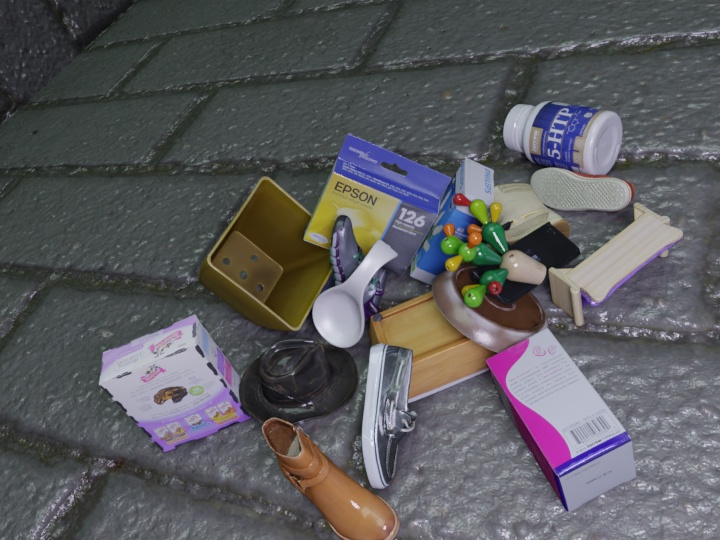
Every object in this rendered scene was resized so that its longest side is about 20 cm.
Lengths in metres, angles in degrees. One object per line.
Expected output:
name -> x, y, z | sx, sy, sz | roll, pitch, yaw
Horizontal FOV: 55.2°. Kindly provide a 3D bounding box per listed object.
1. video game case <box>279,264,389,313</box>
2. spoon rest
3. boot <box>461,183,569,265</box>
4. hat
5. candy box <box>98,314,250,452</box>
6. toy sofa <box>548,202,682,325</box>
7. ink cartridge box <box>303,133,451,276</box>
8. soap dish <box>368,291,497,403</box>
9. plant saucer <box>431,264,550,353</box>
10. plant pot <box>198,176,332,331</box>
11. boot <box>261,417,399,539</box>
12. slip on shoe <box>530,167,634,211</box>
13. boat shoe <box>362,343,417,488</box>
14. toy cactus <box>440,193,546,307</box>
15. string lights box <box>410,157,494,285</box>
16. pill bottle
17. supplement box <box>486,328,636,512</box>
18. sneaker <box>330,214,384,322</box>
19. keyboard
video game case -> -0.044, 0.021, 1.304 | 0.197, 0.019, 0.144 | -3, 46, 25
spoon rest -> -0.014, 0.043, 1.114 | 0.099, 0.201, 0.060 | 38, 29, 12
boot -> 0.245, -0.076, 1.215 | 0.198, 0.073, 0.156 | -24, 41, -1
hat -> -0.106, 0.156, 1.118 | 0.197, 0.082, 0.202 | -4, 36, 3
candy box -> -0.295, 0.188, 1.117 | 0.166, 0.201, 0.072 | -21, 41, 4
toy sofa -> 0.393, -0.004, 1.056 | 0.199, 0.083, 0.098 | -36, 47, -11
ink cartridge box -> 0.027, -0.104, 1.177 | 0.195, 0.201, 0.047 | 20, 36, -11
soap dish -> 0.115, 0.107, 1.083 | 0.197, 0.082, 0.158 | -22, 41, 3
plant saucer -> 0.204, 0.051, 1.042 | 0.197, 0.032, 0.201 | 17, 33, -11
plant pot -> -0.181, -0.011, 1.260 | 0.176, 0.199, 0.201 | -24, 32, 56
boot -> -0.047, 0.283, 0.924 | 0.198, 0.156, 0.074 | 17, 55, 38
slip on shoe -> 0.392, -0.143, 1.225 | 0.061, 0.075, 0.198 | -12, 19, -43
boat shoe -> 0.044, 0.205, 0.973 | 0.070, 0.072, 0.203 | -1, 82, 17
toy cactus -> 0.197, -0.027, 1.010 | 0.163, 0.103, 0.202 | 18, 40, -11
string lights box -> 0.156, -0.078, 1.174 | 0.058, 0.201, 0.104 | 21, 42, -10
pill bottle -> 0.375, -0.253, 1.297 | 0.199, 0.120, 0.120 | 23, 60, 42
supplement box -> 0.259, 0.191, 0.906 | 0.100, 0.104, 0.201 | -26, 42, 0
sneaker -> 0.000, 0.000, 1.169 | 0.086, 0.203, 0.075 | 5, 31, 14
keyboard -> 0.246, -0.027, 1.084 | 0.199, 0.021, 0.127 | -28, 63, -32
